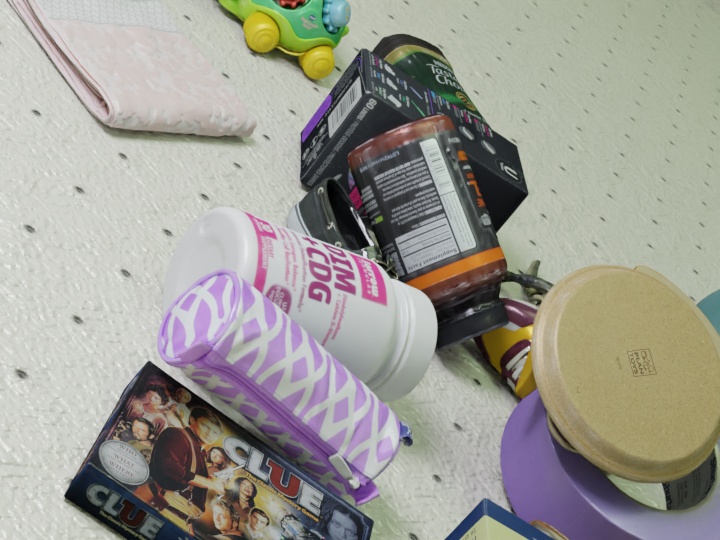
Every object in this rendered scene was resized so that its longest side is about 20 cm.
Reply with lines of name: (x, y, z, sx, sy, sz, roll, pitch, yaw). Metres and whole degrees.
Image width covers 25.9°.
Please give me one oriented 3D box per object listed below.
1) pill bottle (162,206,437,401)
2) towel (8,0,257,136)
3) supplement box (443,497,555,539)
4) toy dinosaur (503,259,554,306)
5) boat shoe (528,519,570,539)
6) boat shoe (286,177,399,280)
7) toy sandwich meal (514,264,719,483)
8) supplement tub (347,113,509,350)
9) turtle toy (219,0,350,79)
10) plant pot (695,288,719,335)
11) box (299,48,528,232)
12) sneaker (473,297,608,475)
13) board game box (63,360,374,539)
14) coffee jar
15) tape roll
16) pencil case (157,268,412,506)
pill bottle: (-0.044, 0.032, 1.215, 0.199, 0.114, 0.114, 20, 32, -36)
towel: (-0.210, -0.198, 1.460, 0.199, 0.032, 0.191, -3, 49, -54)
supplement box: (0.119, 0.293, 0.989, 0.199, 0.135, 0.200, 32, 26, -16)
toy dinosaur: (0.181, 0.027, 1.603, 0.087, 0.048, 0.200, 10, 18, -21)
boat shoe: (0.187, 0.275, 1.197, 0.200, 0.076, 0.074, 50, 21, 3)
boat shoe: (0.000, 0.000, 1.393, 0.068, 0.057, 0.201, 6, 42, -50)
toy sandwich meal: (0.214, 0.083, 1.283, 0.203, 0.070, 0.207, 11, 63, -21)
supplement tub: (0.068, -0.033, 1.429, 0.107, 0.106, 0.202, -16, 85, -60)
turtle toy: (-0.088, -0.307, 1.717, 0.199, 0.101, 0.146, 23, 30, -32)
plant pot: (0.391, 0.135, 1.560, 0.200, 0.201, 0.161, 41, 36, 3)
box: (0.051, -0.106, 1.556, 0.199, 0.123, 0.106, 30, 26, -19)
sneaker: (0.175, 0.104, 1.443, 0.200, 0.075, 0.090, 41, 25, 6)
board game box: (-0.088, 0.159, 1.043, 0.199, 0.035, 0.136, 36, 25, -8)
coffee jar: (0.079, -0.177, 1.754, 0.104, 0.085, 0.201, 16, 34, -40)
tape roll: (0.224, 0.162, 1.326, 0.198, 0.085, 0.201, 15, 51, -19)
pencil case: (-0.055, 0.086, 1.108, 0.200, 0.084, 0.086, 42, 32, -30)
